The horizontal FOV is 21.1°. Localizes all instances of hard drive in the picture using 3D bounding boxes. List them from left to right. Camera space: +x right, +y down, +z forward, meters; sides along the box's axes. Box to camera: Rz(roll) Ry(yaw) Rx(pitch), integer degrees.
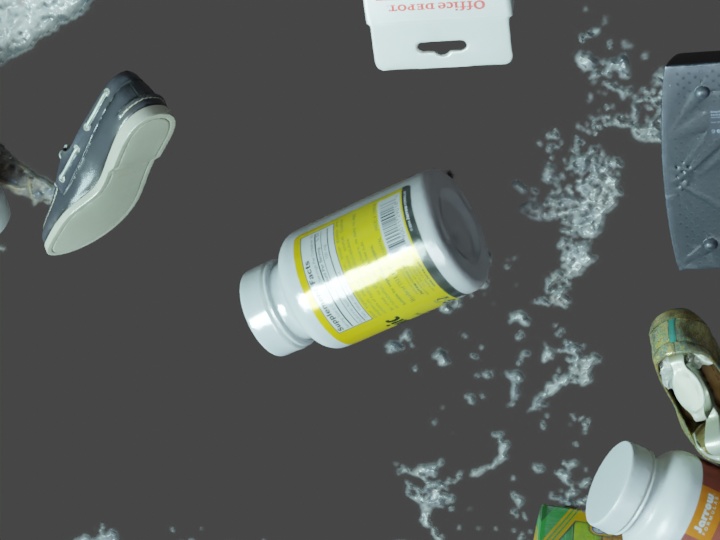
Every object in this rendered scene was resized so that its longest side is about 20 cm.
[{"bbox_3d":[0.314,-0.093,1.580,0.134,0.042,0.200,-3,126,11],"label":"hard drive"}]

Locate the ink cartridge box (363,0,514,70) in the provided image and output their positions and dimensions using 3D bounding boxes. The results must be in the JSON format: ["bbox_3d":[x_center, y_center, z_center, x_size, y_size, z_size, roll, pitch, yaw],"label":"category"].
[{"bbox_3d":[0.057,-0.257,1.482,0.116,0.068,0.200,-1,124,9],"label":"ink cartridge box"}]

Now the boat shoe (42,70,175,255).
[{"bbox_3d":[-0.225,-0.091,1.664,0.063,0.073,0.200,57,132,20],"label":"boat shoe"}]

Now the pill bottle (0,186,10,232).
[{"bbox_3d":[-0.372,-0.114,1.618,0.116,0.117,0.200,-9,124,15],"label":"pill bottle"}]

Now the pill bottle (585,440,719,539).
[{"bbox_3d":[0.314,0.234,1.777,0.200,0.112,0.112,25,126,-11],"label":"pill bottle"}]

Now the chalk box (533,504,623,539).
[{"bbox_3d":[0.215,0.336,1.811,0.124,0.200,0.124,8,127,2],"label":"chalk box"}]

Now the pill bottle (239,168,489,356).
[{"bbox_3d":[0.000,0.000,1.652,0.200,0.111,0.111,-23,120,24],"label":"pill bottle"}]

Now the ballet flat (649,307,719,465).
[{"bbox_3d":[0.310,0.123,1.725,0.071,0.071,0.200,-19,122,20],"label":"ballet flat"}]
